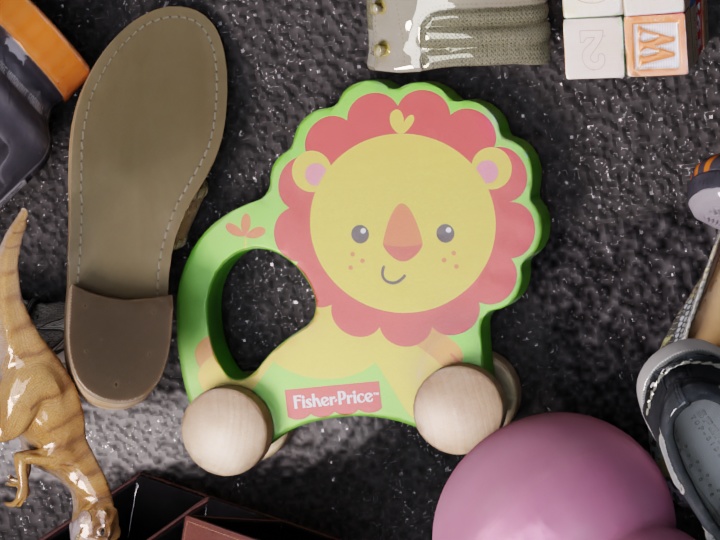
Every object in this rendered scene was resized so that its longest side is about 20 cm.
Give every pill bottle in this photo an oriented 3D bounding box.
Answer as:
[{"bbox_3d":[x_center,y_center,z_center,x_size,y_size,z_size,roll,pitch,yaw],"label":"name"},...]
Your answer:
[{"bbox_3d":[-0.231,-0.060,1.507,0.200,0.106,0.106,-45,90,-6],"label":"pill bottle"}]

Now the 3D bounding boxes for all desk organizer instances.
[{"bbox_3d":[-0.088,0.157,1.499,0.200,0.072,0.077,13,94,50],"label":"desk organizer"}]

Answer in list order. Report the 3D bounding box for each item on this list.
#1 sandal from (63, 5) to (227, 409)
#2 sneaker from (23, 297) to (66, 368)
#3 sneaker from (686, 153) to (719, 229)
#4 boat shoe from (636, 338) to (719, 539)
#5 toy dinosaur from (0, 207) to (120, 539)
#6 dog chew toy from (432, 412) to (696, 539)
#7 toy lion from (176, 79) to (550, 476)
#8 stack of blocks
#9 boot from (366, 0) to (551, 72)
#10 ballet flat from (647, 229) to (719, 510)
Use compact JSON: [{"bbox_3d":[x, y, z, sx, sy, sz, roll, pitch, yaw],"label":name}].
[{"bbox_3d":[-0.121,-0.029,1.524,0.077,0.070,0.213,11,74,-12],"label":"sandal"},{"bbox_3d":[-0.221,0.030,1.557,0.199,0.078,0.083,-6,99,14],"label":"sneaker"},{"bbox_3d":[0.237,-0.080,1.408,0.199,0.078,0.113,-6,81,-26],"label":"sneaker"},{"bbox_3d":[0.202,0.124,1.435,0.076,0.060,0.200,-40,107,11],"label":"boat shoe"},{"bbox_3d":[-0.170,0.051,1.470,0.106,0.060,0.201,-7,116,23],"label":"toy dinosaur"},{"bbox_3d":[0.124,0.165,1.446,0.125,0.124,0.200,-49,59,17],"label":"dog chew toy"},{"bbox_3d":[0.000,0.000,1.515,0.199,0.069,0.193,-7,93,14],"label":"toy lion"},{"bbox_3d":[0.129,-0.199,1.410,0.058,0.115,0.201,-2,101,13],"label":"stack of blocks"},{"bbox_3d":[0.002,-0.177,1.468,0.199,0.072,0.155,5,105,11],"label":"boot"},{"bbox_3d":[0.188,0.033,1.471,0.072,0.072,0.201,19,106,8],"label":"ballet flat"}]
